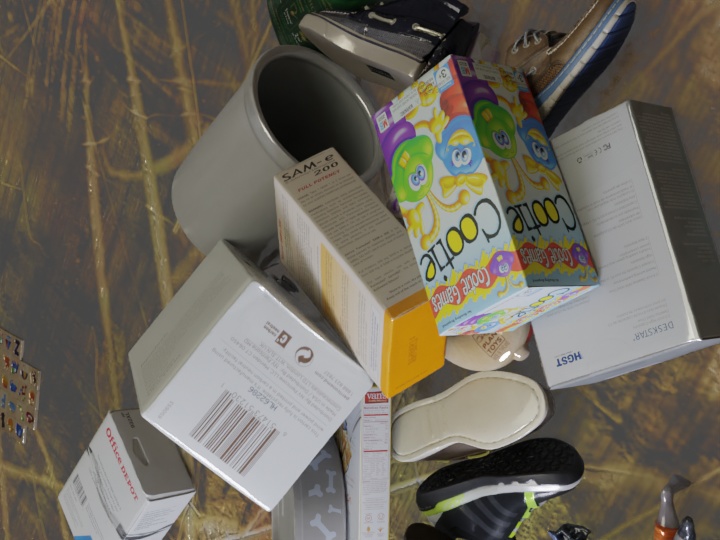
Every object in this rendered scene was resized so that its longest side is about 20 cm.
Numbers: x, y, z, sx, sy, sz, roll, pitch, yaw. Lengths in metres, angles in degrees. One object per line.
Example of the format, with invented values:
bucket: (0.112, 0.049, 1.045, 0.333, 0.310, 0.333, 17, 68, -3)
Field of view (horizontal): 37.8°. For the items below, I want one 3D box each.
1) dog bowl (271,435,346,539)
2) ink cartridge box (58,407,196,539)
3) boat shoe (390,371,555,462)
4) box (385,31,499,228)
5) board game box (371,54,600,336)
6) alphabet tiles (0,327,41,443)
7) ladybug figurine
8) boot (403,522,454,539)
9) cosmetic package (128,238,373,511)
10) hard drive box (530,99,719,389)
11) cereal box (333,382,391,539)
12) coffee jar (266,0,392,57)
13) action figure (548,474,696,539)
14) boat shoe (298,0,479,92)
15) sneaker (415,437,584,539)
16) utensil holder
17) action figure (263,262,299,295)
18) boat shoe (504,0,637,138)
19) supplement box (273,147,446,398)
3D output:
dog bowl: (-0.058, 0.265, 1.135, 0.200, 0.057, 0.205, -179, 90, -79)
ink cartridge box: (-0.326, 0.308, 1.452, 0.201, 0.083, 0.146, -53, 55, 32)
boat shoe: (0.112, 0.145, 1.015, 0.198, 0.059, 0.073, -26, 62, 42)
box: (0.078, -0.132, 1.004, 0.041, 0.038, 0.203, 8, 72, 46)
board game box: (0.102, -0.060, 0.881, 0.104, 0.102, 0.203, -32, 68, 41)
alphabet tiles: (-0.594, 0.192, 1.783, 0.198, 0.007, 0.171, 16, 102, 44)
ladybug figurine: (0.104, 0.011, 1.011, 0.136, 0.071, 0.201, -54, 55, 31)
boot: (0.061, 0.369, 1.045, 0.187, 0.064, 0.200, 49, 129, 10)
cosmetic package: (-0.118, 0.097, 1.062, 0.167, 0.167, 0.200, -50, 20, -1)
hard drive box: (0.212, -0.018, 0.895, 0.155, 0.076, 0.204, -25, 73, 44)
cereal box: (-0.002, 0.209, 1.104, 0.144, 0.039, 0.205, -172, 82, -77)
coffee jar: (-0.008, -0.305, 1.111, 0.199, 0.084, 0.106, -30, 75, 43)
action figure: (0.226, 0.267, 0.872, 0.199, 0.104, 0.196, 40, 108, 35)
boat shoe: (0.029, -0.237, 1.034, 0.199, 0.075, 0.093, 32, 85, 36)
sneaker: (0.140, 0.219, 0.998, 0.198, 0.071, 0.084, -23, 98, 45)
utensil holder: (-0.095, -0.116, 1.147, 0.200, 0.168, 0.173, -39, 64, 44)
action figure: (-0.123, 0.069, 1.255, 0.130, 0.068, 0.204, -33, 64, 49)
boat shoe: (0.163, -0.176, 0.937, 0.073, 0.072, 0.201, 48, 125, 16)
supplement box: (0.000, 0.000, 0.986, 0.201, 0.073, 0.127, 50, 156, 31)
